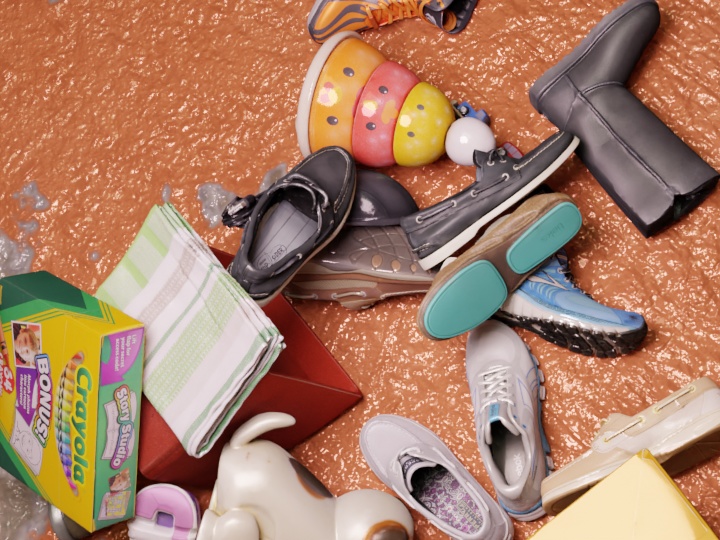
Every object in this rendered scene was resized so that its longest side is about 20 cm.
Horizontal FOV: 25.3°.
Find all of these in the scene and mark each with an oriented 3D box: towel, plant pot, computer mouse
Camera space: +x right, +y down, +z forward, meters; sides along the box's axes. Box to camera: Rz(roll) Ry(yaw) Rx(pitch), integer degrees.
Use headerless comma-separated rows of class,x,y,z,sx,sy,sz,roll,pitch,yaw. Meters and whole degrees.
towel,-0.169,0.053,1.479,0.200,0.031,0.150,47,110,28
plant pot,-0.155,0.104,1.590,0.176,0.200,0.200,-47,62,13
computer mouse,-0.038,-0.076,1.646,0.198,0.138,0.053,0,98,10

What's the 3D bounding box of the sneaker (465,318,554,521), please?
sneaker,0.139,0.132,1.525,0.074,0.087,0.201,-19,64,13

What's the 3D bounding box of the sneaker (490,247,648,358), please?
sneaker,0.189,0.017,1.555,0.199,0.078,0.090,21,76,25

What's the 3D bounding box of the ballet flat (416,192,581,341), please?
ballet flat,0.122,-0.008,1.531,0.200,0.068,0.072,-42,29,-11

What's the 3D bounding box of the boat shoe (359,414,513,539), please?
boat shoe,0.062,0.199,1.528,0.072,0.069,0.200,-43,54,1

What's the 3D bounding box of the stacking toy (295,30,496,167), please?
stacking toy,0.047,-0.155,1.632,0.199,0.146,0.147,16,77,21

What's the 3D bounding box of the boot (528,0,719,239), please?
boot,0.285,-0.154,1.588,0.165,0.066,0.200,-43,60,10

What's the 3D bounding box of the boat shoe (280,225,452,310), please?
boat shoe,0.000,0.000,1.632,0.198,0.072,0.076,7,42,14

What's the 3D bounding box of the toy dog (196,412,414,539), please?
toy dog,-0.047,0.241,1.520,0.199,0.140,0.195,16,91,-1

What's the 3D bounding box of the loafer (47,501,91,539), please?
loafer,-0.290,0.181,1.671,0.069,0.075,0.202,-11,77,9

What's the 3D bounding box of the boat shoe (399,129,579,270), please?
boat shoe,0.123,-0.085,1.568,0.199,0.075,0.066,-38,93,2

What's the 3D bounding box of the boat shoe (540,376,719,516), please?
boat shoe,0.253,0.163,1.486,0.199,0.074,0.069,-26,55,5

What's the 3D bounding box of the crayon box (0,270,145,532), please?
crayon box,-0.282,0.122,1.538,0.172,0.058,0.202,24,116,43

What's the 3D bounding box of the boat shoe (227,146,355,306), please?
boat shoe,-0.062,-0.055,1.535,0.074,0.066,0.200,36,62,9

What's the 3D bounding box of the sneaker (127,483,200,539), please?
sneaker,-0.198,0.302,1.589,0.080,0.088,0.202,13,97,4

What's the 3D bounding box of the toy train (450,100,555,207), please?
toy train,0.149,-0.107,1.638,0.046,0.034,0.200,-39,63,-2

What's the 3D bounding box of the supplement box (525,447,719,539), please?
supplement box,0.224,0.283,1.373,0.197,0.200,0.133,-38,63,3

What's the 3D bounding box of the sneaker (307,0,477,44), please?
sneaker,0.043,-0.287,1.717,0.199,0.078,0.112,-36,62,4
